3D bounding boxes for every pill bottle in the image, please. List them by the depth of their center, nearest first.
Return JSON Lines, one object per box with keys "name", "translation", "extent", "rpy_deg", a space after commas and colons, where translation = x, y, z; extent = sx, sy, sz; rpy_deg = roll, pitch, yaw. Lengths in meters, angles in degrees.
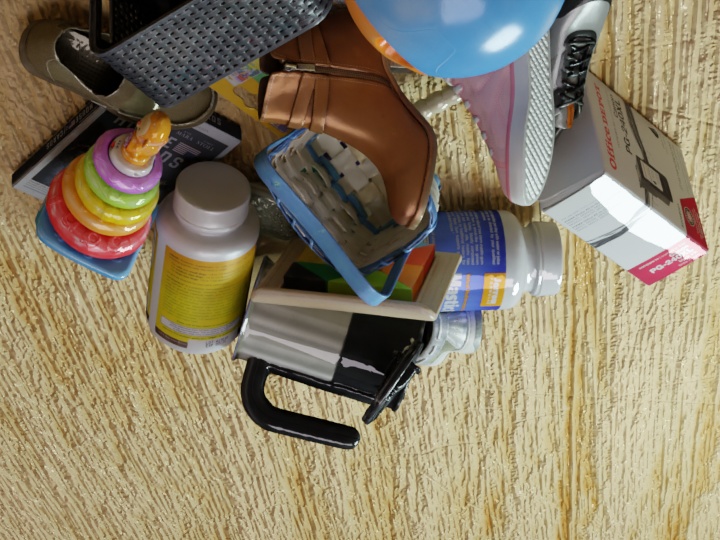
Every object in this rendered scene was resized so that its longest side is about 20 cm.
{"name": "pill bottle", "translation": [-0.165, -0.015, 1.703], "extent": [0.108, 0.110, 0.201], "rpy_deg": [2, 135, -12]}
{"name": "pill bottle", "translation": [0.120, -0.011, 1.800], "extent": [0.198, 0.113, 0.112], "rpy_deg": [-1, 144, -6]}

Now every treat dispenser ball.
{"name": "treat dispenser ball", "translation": [0.079, -0.263, 1.365], "extent": [0.199, 0.202, 0.201], "rpy_deg": [-4, 145, -3]}

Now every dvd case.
{"name": "dvd case", "translation": [-0.242, -0.117, 1.668], "extent": [0.150, 0.025, 0.200], "rpy_deg": [25, 134, -37]}

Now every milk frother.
{"name": "milk frother", "translation": [-0.032, 0.075, 1.672], "extent": [0.187, 0.182, 0.200], "rpy_deg": [17, 152, -2]}

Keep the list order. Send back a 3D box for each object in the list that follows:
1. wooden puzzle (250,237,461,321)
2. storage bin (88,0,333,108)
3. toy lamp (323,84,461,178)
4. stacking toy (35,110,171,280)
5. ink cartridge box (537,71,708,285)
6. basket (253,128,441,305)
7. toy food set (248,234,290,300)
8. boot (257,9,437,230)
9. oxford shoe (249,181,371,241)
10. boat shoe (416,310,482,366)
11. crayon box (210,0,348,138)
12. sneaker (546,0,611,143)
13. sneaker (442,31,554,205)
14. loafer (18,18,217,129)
{"name": "wooden puzzle", "translation": [0.000, 0.000, 1.639], "extent": [0.184, 0.200, 0.038], "rpy_deg": [6, 107, 11]}
{"name": "storage bin", "translation": [-0.131, -0.249, 1.404], "extent": [0.199, 0.136, 0.094], "rpy_deg": [-26, 140, 25]}
{"name": "toy lamp", "translation": [0.037, -0.148, 1.644], "extent": [0.199, 0.059, 0.058], "rpy_deg": [-24, 141, 24]}
{"name": "stacking toy", "translation": [-0.229, -0.092, 1.554], "extent": [0.109, 0.117, 0.200], "rpy_deg": [29, 142, -12]}
{"name": "ink cartridge box", "translation": [0.263, -0.096, 1.675], "extent": [0.083, 0.146, 0.200], "rpy_deg": [-30, 139, 30]}
{"name": "basket", "translation": [-0.010, -0.069, 1.544], "extent": [0.139, 0.200, 0.177], "rpy_deg": [-35, 96, 24]}
{"name": "toy food set", "translation": [-0.089, 0.010, 1.848], "extent": [0.198, 0.049, 0.199], "rpy_deg": [-8, 144, 3]}
{"name": "boot", "translation": [-0.014, -0.135, 1.453], "extent": [0.154, 0.202, 0.077], "rpy_deg": [-2, 179, -19]}
{"name": "oxford shoe", "translation": [-0.065, -0.069, 1.741], "extent": [0.198, 0.058, 0.075], "rpy_deg": [12, 149, -1]}
{"name": "boat shoe", "translation": [0.077, 0.072, 1.895], "extent": [0.064, 0.075, 0.202], "rpy_deg": [5, 174, -20]}
{"name": "crayon box", "translation": [-0.042, -0.218, 1.537], "extent": [0.199, 0.052, 0.126], "rpy_deg": [-29, 139, 27]}
{"name": "sneaker", "translation": [0.196, -0.190, 1.567], "extent": [0.074, 0.079, 0.201], "rpy_deg": [-6, 136, -36]}
{"name": "sneaker", "translation": [0.124, -0.163, 1.534], "extent": [0.104, 0.202, 0.075], "rpy_deg": [2, -172, 29]}
{"name": "loafer", "translation": [-0.222, -0.181, 1.524], "extent": [0.199, 0.077, 0.067], "rpy_deg": [14, -178, -26]}
